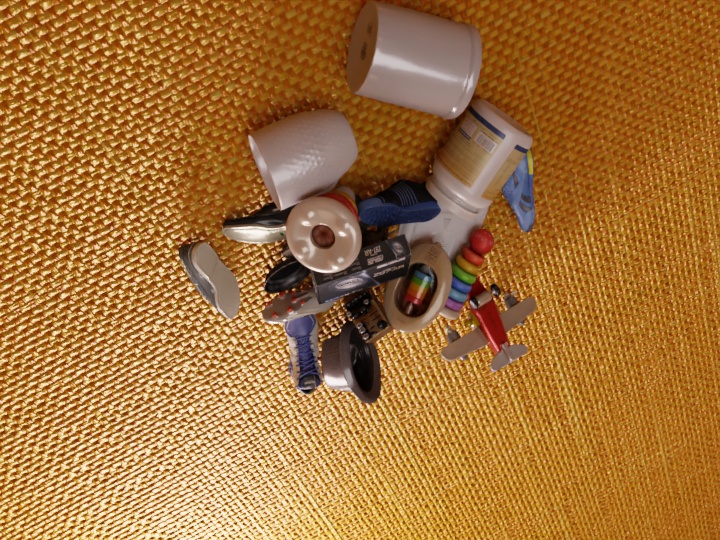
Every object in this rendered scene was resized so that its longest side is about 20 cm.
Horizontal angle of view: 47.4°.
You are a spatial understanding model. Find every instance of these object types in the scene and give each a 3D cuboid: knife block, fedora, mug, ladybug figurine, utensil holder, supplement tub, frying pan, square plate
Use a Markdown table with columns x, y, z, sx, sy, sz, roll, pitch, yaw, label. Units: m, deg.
| x | y | z | sx | sy | sz | roll | pitch | yaw | label |
| --- | --- | --- | --- | --- | --- | --- | --- | --- | --- |
| 0.030 | 0.119 | 1.747 | 0.063 | 0.177 | 0.201 | -32 | 127 | 6 | knife block |
| -0.030 | 0.207 | 1.805 | 0.088 | 0.181 | 0.200 | -12 | 156 | 19 | fedora |
| -0.097 | -0.201 | 1.527 | 0.172 | 0.149 | 0.202 | -25 | 149 | -10 | mug |
| 0.126 | 0.034 | 1.732 | 0.134 | 0.072 | 0.203 | 31 | 99 | 14 | ladybug figurine |
| 0.091 | -0.372 | 1.456 | 0.195 | 0.171 | 0.173 | 7 | 120 | -20 | utensil holder |
| 0.230 | -0.216 | 1.618 | 0.142 | 0.145 | 0.202 | 23 | 113 | -30 | supplement tub |
| -0.120 | -0.014 | 1.670 | 0.188 | 0.031 | 0.115 | -37 | 158 | 13 | frying pan |
| 0.169 | -0.062 | 1.769 | 0.195 | 0.029 | 0.202 | 3 | 121 | -21 | square plate |

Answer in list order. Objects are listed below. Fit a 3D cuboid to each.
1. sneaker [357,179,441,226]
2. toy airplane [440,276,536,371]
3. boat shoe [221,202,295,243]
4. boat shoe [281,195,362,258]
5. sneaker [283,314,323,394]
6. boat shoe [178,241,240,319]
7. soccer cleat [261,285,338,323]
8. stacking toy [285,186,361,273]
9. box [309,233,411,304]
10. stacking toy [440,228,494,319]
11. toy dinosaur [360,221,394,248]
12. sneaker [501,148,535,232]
| x | y | z | sx | sy | sz | roll | pitch | yaw | label |
| --- | --- | --- | --- | --- | --- | --- | --- | --- | --- |
| 0.069 | -0.139 | 1.631 | 0.196 | 0.079 | 0.070 | -3 | 148 | -36 | sneaker |
| 0.290 | 0.128 | 1.865 | 0.196 | 0.141 | 0.204 | 18 | 87 | -17 | toy airplane |
| -0.175 | -0.097 | 1.613 | 0.194 | 0.069 | 0.072 | -7 | 155 | 1 | boat shoe |
| -0.075 | -0.087 | 1.661 | 0.196 | 0.058 | 0.067 | -25 | 162 | 2 | boat shoe |
| -0.116 | 0.191 | 1.781 | 0.078 | 0.116 | 0.204 | -10 | 125 | -13 | sneaker |
| -0.303 | 0.019 | 1.653 | 0.060 | 0.074 | 0.202 | 7 | 141 | 29 | boat shoe |
| -0.112 | 0.069 | 1.730 | 0.196 | 0.070 | 0.078 | -26 | 139 | -9 | soccer cleat |
| -0.050 | -0.101 | 1.552 | 0.142 | 0.201 | 0.150 | 6 | 118 | 11 | stacking toy |
| 0.000 | 0.000 | 1.622 | 0.195 | 0.045 | 0.161 | -18 | 166 | -6 | box |
| 0.221 | 0.000 | 1.768 | 0.084 | 0.086 | 0.203 | 20 | 108 | -28 | stacking toy |
| -0.011 | -0.044 | 1.645 | 0.196 | 0.078 | 0.103 | -26 | 156 | -7 | toy dinosaur |
| 0.328 | -0.169 | 1.738 | 0.076 | 0.067 | 0.204 | -10 | 125 | 2 | sneaker |
